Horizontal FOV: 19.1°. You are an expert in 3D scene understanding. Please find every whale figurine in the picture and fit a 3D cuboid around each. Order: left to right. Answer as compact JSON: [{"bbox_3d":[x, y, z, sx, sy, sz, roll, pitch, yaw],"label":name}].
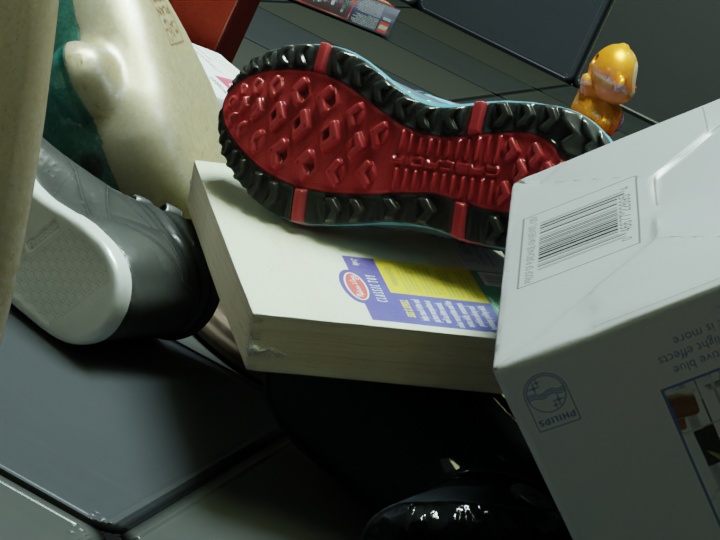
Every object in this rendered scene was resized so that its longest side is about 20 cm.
[{"bbox_3d":[-0.143,-0.104,1.098,0.103,0.201,0.159,-18,9,12],"label":"whale figurine"}]

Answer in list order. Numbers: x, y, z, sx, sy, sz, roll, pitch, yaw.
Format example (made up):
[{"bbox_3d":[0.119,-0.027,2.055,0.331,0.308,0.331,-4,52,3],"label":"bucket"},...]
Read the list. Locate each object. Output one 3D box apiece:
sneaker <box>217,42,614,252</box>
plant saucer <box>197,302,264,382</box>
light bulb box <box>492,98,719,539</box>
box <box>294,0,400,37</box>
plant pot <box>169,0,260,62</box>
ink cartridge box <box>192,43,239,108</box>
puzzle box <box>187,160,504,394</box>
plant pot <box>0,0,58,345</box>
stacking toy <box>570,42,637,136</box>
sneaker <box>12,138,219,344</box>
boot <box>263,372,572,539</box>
[{"bbox_3d":[0.030,-0.041,0.950,0.199,0.080,0.095,18,-3,25],"label":"sneaker"},{"bbox_3d":[-0.001,0.040,1.105,0.199,0.030,0.200,24,12,-5],"label":"plant saucer"},{"bbox_3d":[0.147,0.062,0.792,0.198,0.124,0.201,-72,139,-68],"label":"light bulb box"},{"bbox_3d":[-0.066,-0.344,2.531,0.199,0.040,0.137,18,15,-30],"label":"box"},{"bbox_3d":[-0.159,-0.195,1.424,0.199,0.200,0.176,23,24,-11],"label":"plant pot"},{"bbox_3d":[-0.155,-0.100,1.246,0.199,0.085,0.145,17,14,-32],"label":"ink cartridge box"},{"bbox_3d":[0.000,0.000,0.932,0.132,0.026,0.200,7,19,-13],"label":"puzzle box"},{"bbox_3d":[-0.217,-0.083,0.845,0.199,0.178,0.200,20,12,-20],"label":"plant pot"},{"bbox_3d":[0.116,-0.041,1.257,0.109,0.201,0.116,23,12,-9],"label":"stacking toy"},{"bbox_3d":[-0.142,-0.025,1.015,0.200,0.071,0.099,41,18,35],"label":"sneaker"},{"bbox_3d":[0.029,0.087,0.846,0.200,0.077,0.168,34,10,12],"label":"boot"}]
